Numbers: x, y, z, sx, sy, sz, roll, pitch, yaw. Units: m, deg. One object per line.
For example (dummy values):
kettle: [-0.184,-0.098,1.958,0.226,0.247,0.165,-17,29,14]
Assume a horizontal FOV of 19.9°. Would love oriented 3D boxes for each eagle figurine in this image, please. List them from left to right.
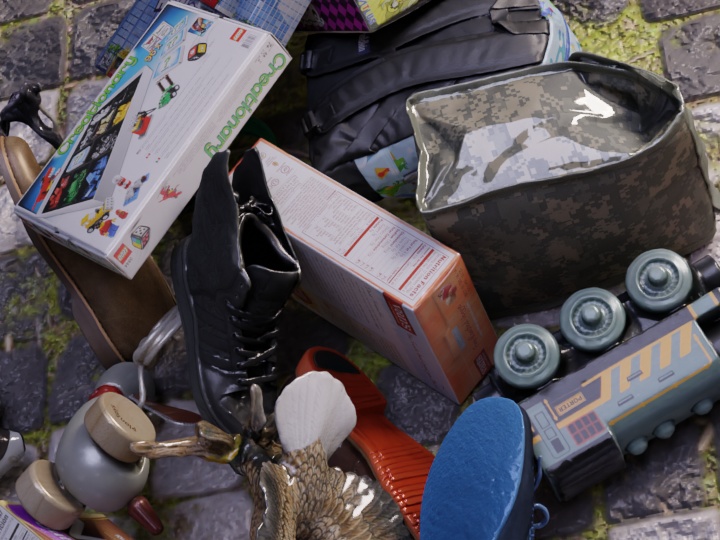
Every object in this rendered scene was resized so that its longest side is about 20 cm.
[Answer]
eagle figurine: [-0.043,0.184,1.349,0.151,0.151,0.200,-25,53,-6]

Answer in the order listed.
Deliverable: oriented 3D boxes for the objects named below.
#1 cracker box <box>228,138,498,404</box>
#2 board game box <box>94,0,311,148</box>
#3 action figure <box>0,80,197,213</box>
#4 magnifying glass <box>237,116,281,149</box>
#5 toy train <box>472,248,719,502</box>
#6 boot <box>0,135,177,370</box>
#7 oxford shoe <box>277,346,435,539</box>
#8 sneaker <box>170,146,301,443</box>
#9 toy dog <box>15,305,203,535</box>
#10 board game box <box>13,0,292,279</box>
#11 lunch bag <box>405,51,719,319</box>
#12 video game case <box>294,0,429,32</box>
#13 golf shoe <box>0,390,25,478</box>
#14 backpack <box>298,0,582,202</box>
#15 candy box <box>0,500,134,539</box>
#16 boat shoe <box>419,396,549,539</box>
cracker box: [0.000,0.000,1.476,0.200,0.134,0.058,32,72,33]
board game box: [-0.112,-0.215,1.613,0.201,0.061,0.200,-61,29,4]
action figure: [-0.200,-0.076,1.618,0.199,0.102,0.119,20,46,6]
magnifying glass: [-0.102,-0.037,1.610,0.079,0.022,0.201,-9,54,15]
toy train: [0.178,0.071,1.403,0.199,0.085,0.114,-29,65,-2]
boot: [-0.208,-0.025,1.555,0.075,0.201,0.074,-31,9,3]
oxford shoe: [0.009,0.148,1.433,0.073,0.071,0.200,-52,57,26]
sneaker: [-0.080,0.023,1.428,0.104,0.060,0.201,-30,73,48]
toy dog: [-0.162,0.127,1.454,0.132,0.096,0.200,-40,8,35]
board game box: [-0.151,-0.098,1.480,0.126,0.035,0.200,24,74,46]
lunch bag: [0.148,-0.064,1.443,0.199,0.164,0.118,-12,57,12]
video game case: [0.030,-0.241,1.599,0.181,0.036,0.200,-32,18,-18]
golf shoe: [-0.328,0.103,1.580,0.094,0.078,0.200,-27,53,-20]
backpack: [0.070,-0.141,1.549,0.199,0.154,0.164,-32,43,26]
candy box: [-0.159,0.233,1.391,0.200,0.116,0.057,34,99,34]
boat shoe: [0.076,0.185,1.345,0.084,0.069,0.201,8,77,35]
